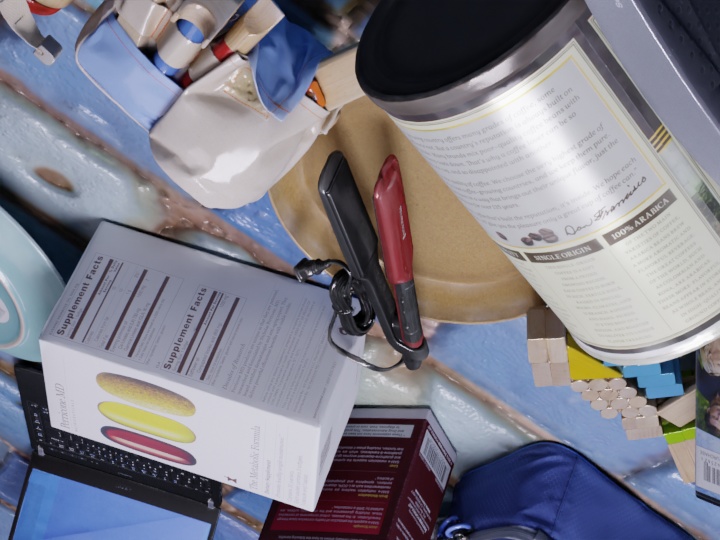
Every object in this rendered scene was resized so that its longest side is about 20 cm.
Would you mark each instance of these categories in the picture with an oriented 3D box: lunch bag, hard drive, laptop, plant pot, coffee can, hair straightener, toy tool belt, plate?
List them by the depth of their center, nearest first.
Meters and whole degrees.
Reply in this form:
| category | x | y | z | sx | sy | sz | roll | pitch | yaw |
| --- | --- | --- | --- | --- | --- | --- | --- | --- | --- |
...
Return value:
| category | x | y | z | sx | sy | sz | roll | pitch | yaw |
| --- | --- | --- | --- | --- | --- | --- | --- | --- | --- |
| hard drive | 0.169 | -0.120 | 0.752 | 0.042 | 0.135 | 0.200 | 0 | 142 | 49 |
| coffee can | 0.112 | -0.070 | 0.827 | 0.146 | 0.147 | 0.200 | -14 | 130 | 39 |
| toy tool belt | -0.087 | -0.139 | 0.888 | 0.200 | 0.125 | 0.123 | 43 | 116 | -13 |
| plant pot | 0.040 | -0.042 | 1.003 | 0.198 | 0.028 | 0.201 | 14 | 143 | 11 |
| hair straightener | 0.000 | 0.000 | 1.030 | 0.076 | 0.041 | 0.201 | 8 | 146 | 19 |
| plate | -0.289 | 0.000 | 1.190 | 0.199 | 0.026 | 0.201 | 25 | 144 | 19 |
| lunch bag | 0.139 | 0.230 | 1.202 | 0.199 | 0.133 | 0.136 | 35 | 142 | -18 |
| laptop | -0.211 | 0.192 | 1.362 | 0.176 | 0.104 | 0.201 | 15 | 143 | 8 |

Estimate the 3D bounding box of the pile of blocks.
| category | x | y | z | sx | sy | sz | roll | pitch | yaw |
| --- | --- | --- | --- | --- | --- | --- | --- | --- | --- |
| pile of blocks | 0.181 | 0.059 | 1.031 | 0.199 | 0.063 | 0.082 | 32 | 131 | -29 |

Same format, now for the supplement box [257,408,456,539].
| category | x | y | z | sx | sy | sz | roll | pitch | yaw |
| --- | --- | --- | --- | --- | --- | --- | --- | --- | --- |
| supplement box | -0.012 | 0.195 | 1.179 | 0.108 | 0.201 | 0.061 | -2 | 138 | 30 |

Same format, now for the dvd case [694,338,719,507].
| category | x | y | z | sx | sy | sz | roll | pitch | yaw |
| --- | --- | --- | --- | --- | --- | --- | --- | --- | --- |
| dvd case | 0.242 | 0.054 | 0.904 | 0.142 | 0.017 | 0.202 | 18 | 119 | 47 |

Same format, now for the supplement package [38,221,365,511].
| category | x | y | z | sx | sy | sz | roll | pitch | yaw |
| --- | --- | --- | --- | --- | --- | --- | --- | --- | --- |
| supplement package | -0.106 | 0.066 | 1.142 | 0.198 | 0.110 | 0.114 | 16 | 143 | 8 |

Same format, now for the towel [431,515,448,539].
| category | x | y | z | sx | sy | sz | roll | pitch | yaw |
| --- | --- | --- | --- | --- | --- | --- | --- | --- | --- |
| towel | 0.073 | 0.290 | 1.352 | 0.200 | 0.086 | 0.165 | 39 | 141 | -22 |
